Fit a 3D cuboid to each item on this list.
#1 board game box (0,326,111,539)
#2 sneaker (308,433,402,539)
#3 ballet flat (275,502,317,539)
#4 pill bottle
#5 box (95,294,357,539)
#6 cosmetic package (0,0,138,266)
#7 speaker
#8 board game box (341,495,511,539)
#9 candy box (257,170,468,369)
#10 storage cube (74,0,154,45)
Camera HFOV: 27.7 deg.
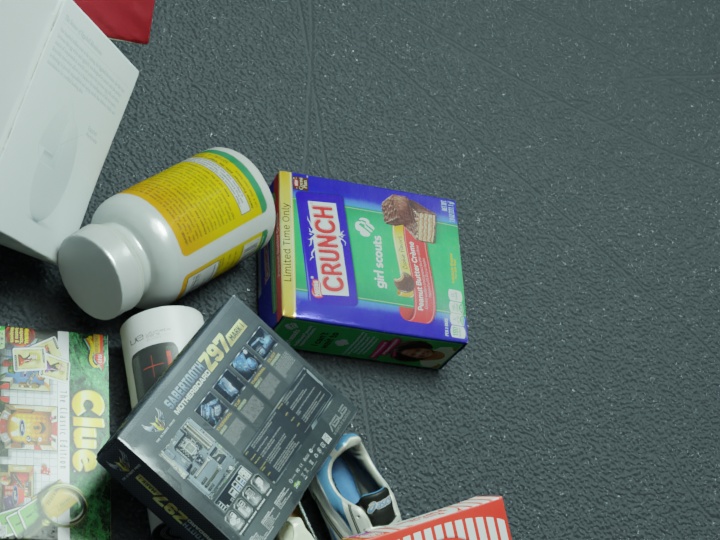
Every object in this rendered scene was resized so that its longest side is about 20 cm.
[{"bbox_3d":[-0.274,0.146,1.294,0.104,0.023,0.201,7,59,-24],"label":"board game box"},{"bbox_3d":[0.013,0.243,1.333,0.072,0.072,0.201,-22,78,-34],"label":"sneaker"},{"bbox_3d":[-0.072,0.221,1.313,0.074,0.074,0.201,-18,70,-32],"label":"ballet flat"},{"bbox_3d":[-0.182,-0.032,1.369,0.113,0.113,0.200,48,45,8],"label":"pill bottle"},{"bbox_3d":[-0.110,0.140,1.260,0.158,0.051,0.200,43,45,-8],"label":"box"},{"bbox_3d":[-0.308,-0.132,1.276,0.122,0.199,0.201,19,82,13],"label":"cosmetic package"},{"bbox_3d":[-0.164,0.136,1.315,0.081,0.081,0.201,0,62,-25],"label":"speaker"},{"bbox_3d":[0.076,0.317,1.298,0.150,0.046,0.202,-12,88,-30],"label":"board game box"},{"bbox_3d":[0.000,0.000,1.471,0.198,0.077,0.170,8,59,-19],"label":"candy box"},{"bbox_3d":[-0.291,-0.333,1.434,0.170,0.200,0.181,5,104,-22],"label":"storage cube"}]
